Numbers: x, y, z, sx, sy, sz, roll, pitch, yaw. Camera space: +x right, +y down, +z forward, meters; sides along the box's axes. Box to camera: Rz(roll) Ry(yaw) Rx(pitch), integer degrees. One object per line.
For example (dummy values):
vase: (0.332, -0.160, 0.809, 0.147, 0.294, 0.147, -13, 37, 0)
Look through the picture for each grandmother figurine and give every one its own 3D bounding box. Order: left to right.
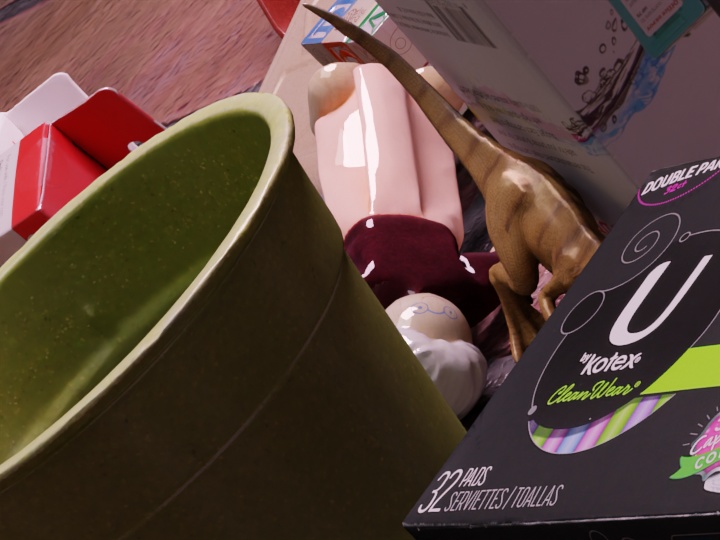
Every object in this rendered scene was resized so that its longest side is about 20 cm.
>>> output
grandmother figurine: (0.015, -0.011, 1.252, 0.121, 0.061, 0.201, -5, 40, -6)

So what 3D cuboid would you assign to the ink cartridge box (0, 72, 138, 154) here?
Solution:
ink cartridge box: (-0.201, -0.001, 1.648, 0.200, 0.117, 0.067, -38, 20, 18)

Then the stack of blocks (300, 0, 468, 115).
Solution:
stack of blocks: (0.073, -0.160, 1.387, 0.200, 0.059, 0.115, -51, 18, -12)

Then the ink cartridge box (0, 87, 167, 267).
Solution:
ink cartridge box: (-0.160, 0.005, 1.538, 0.200, 0.116, 0.067, -33, 36, 30)

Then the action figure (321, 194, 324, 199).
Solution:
action figure: (0.000, 0.000, 1.340, 0.118, 0.055, 0.200, -37, 24, 11)

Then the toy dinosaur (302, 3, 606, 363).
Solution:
toy dinosaur: (0.063, -0.025, 1.156, 0.060, 0.106, 0.200, -32, 53, -14)

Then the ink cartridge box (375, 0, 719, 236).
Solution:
ink cartridge box: (0.100, -0.119, 1.151, 0.146, 0.200, 0.147, -44, 19, -7)

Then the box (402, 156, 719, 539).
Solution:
box: (0.138, 0.052, 0.825, 0.149, 0.124, 0.200, -53, 19, -24)

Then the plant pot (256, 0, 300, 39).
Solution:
plant pot: (0.017, -0.273, 1.692, 0.176, 0.200, 0.200, -39, 14, -31)

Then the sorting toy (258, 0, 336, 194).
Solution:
sorting toy: (0.008, -0.114, 1.542, 0.185, 0.036, 0.201, -15, 51, 56)

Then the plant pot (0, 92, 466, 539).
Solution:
plant pot: (-0.037, 0.075, 1.032, 0.200, 0.190, 0.200, -39, 20, 16)
